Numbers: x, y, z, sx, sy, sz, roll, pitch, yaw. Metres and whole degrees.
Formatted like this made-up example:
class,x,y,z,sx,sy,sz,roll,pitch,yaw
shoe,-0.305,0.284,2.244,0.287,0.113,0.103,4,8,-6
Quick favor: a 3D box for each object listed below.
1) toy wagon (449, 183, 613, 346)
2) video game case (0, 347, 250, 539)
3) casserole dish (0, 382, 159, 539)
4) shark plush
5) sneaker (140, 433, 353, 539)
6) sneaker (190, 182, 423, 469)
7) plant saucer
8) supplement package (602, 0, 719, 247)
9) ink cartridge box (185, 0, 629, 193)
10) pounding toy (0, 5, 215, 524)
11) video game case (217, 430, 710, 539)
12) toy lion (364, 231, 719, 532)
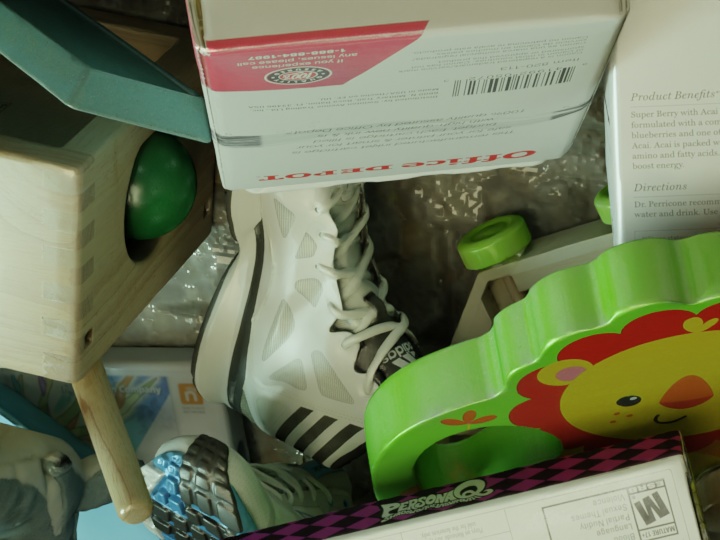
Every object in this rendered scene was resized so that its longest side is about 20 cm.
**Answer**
class,x,y,z,sx,sy,sz,roll,pitch,yaw
toy wagon,0.098,0.044,1.042,0.200,0.040,0.156,-18,108,28
video game case,-0.144,0.123,1.181,0.199,0.022,0.183,0,115,21
casserole dish,-0.162,0.124,1.154,0.200,0.039,0.121,38,122,0
shark plush,-0.151,0.111,1.027,0.091,0.200,0.084,15,84,-1
sneaker,-0.044,0.110,1.067,0.075,0.087,0.200,33,161,22
sneaker,0.000,0.000,1.018,0.115,0.076,0.201,32,128,24
plant saucer,-0.135,-0.102,0.980,0.200,0.070,0.019,35,107,48
supplement package,0.149,-0.116,0.883,0.121,0.120,0.201,-2,115,5
ink cartridge box,0.011,-0.095,0.866,0.146,0.200,0.083,-6,79,-2
pounding toy,-0.147,-0.016,1.018,0.199,0.184,0.143,13,119,14
video game case,0.051,0.170,0.908,0.199,0.036,0.182,-15,103,10
toy lion,0.097,0.047,0.907,0.199,0.069,0.192,-11,152,5
